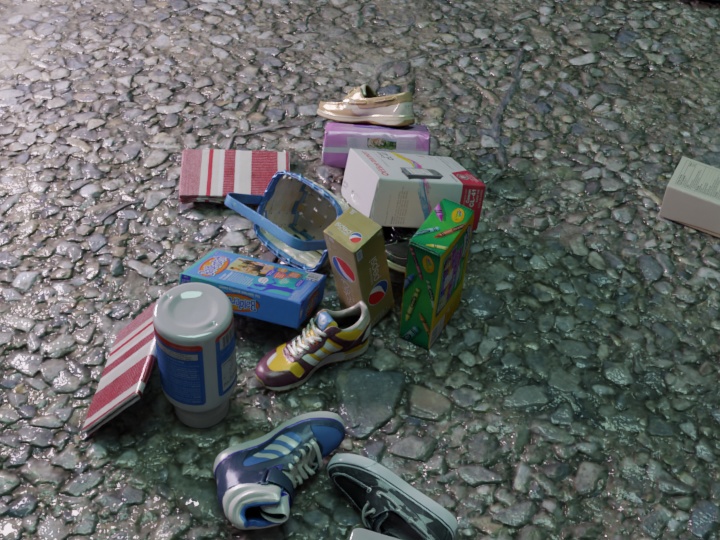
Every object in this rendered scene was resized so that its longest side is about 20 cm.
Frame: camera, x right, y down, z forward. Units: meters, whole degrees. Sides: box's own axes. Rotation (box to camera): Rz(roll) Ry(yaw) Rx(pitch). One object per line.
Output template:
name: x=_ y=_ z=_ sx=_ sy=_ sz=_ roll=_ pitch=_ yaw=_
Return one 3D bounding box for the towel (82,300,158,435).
towel: x=-0.330 y=0.134 z=1.568 sx=0.023 sy=0.143 sz=0.202 roll=37 pitch=38 yaw=-24

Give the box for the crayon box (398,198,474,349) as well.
crayon box: x=0.116 y=0.006 z=1.668 sx=0.057 sy=0.202 sz=0.119 roll=22 pitch=46 yaw=19

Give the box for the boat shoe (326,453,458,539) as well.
boat shoe: x=0.031 y=0.316 z=1.437 sx=0.198 sy=0.072 sz=0.068 roll=30 pitch=47 yaw=16

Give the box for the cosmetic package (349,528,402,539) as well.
cosmetic package: x=0.040 y=0.439 z=1.233 sx=0.162 sy=0.167 sz=0.202 roll=11 pitch=44 yaw=10

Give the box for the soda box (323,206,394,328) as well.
soda box: x=0.000 y=0.000 z=1.664 sx=0.067 sy=0.202 sz=0.064 roll=35 pitch=64 yaw=30

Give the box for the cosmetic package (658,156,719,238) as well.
cosmetic package: x=0.645 y=-0.117 z=1.925 sx=0.197 sy=0.074 sz=0.104 roll=23 pitch=47 yaw=20

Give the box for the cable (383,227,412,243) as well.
cable: x=0.102 y=-0.111 z=1.902 sx=0.160 sy=0.051 sz=0.202 roll=-2 pitch=43 yaw=-6

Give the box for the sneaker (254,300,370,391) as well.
sneaker: x=-0.073 y=0.106 z=1.632 sx=0.198 sy=0.091 sz=0.075 roll=-25 pitch=50 yaw=-27

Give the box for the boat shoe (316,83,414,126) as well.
boat shoe: x=0.011 y=-0.306 z=1.985 sx=0.197 sy=0.071 sz=0.073 roll=8 pitch=14 yaw=26

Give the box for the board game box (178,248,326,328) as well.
board game box: x=-0.168 y=0.026 z=1.703 sx=0.196 sy=0.046 sz=0.152 roll=14 pitch=19 yaw=11

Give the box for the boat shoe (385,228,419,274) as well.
boat shoe: x=0.093 y=-0.037 z=1.753 sx=0.071 sy=0.067 sz=0.199 roll=32 pitch=19 yaw=32

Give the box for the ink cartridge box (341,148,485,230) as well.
ink cartridge box: x=0.086 y=-0.133 z=1.785 sx=0.196 sy=0.087 sz=0.148 roll=3 pitch=24 yaw=-24

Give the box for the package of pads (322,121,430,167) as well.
package of pads: x=0.027 y=-0.228 z=1.978 sx=0.196 sy=0.077 sz=0.121 roll=2 pitch=17 yaw=-2

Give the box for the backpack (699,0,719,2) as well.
backpack: x=0.830 y=-0.718 z=2.518 sx=0.196 sy=0.149 sz=0.185 roll=0 pitch=41 yaw=0

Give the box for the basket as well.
basket: x=-0.104 y=-0.079 z=1.768 sx=0.175 sy=0.141 sz=0.199 roll=34 pitch=16 yaw=29

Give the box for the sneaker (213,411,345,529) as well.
sneaker: x=-0.093 y=0.278 z=1.441 sx=0.197 sy=0.082 sz=0.147 roll=-18 pitch=35 yaw=-12

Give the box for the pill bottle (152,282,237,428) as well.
pill bottle: x=-0.229 y=0.126 z=1.521 sx=0.110 sy=0.202 sz=0.113 roll=2 pitch=42 yaw=-2

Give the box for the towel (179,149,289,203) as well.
towel: x=-0.226 y=-0.170 z=1.955 sx=0.196 sy=0.023 sz=0.145 roll=1 pitch=42 yaw=-5
